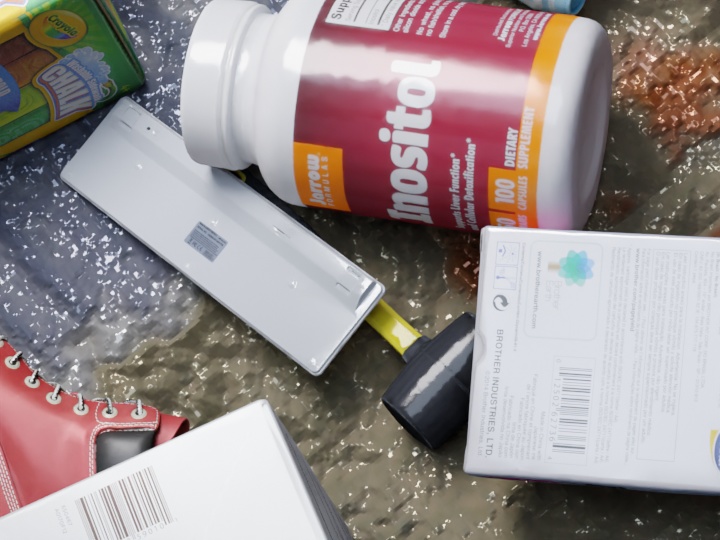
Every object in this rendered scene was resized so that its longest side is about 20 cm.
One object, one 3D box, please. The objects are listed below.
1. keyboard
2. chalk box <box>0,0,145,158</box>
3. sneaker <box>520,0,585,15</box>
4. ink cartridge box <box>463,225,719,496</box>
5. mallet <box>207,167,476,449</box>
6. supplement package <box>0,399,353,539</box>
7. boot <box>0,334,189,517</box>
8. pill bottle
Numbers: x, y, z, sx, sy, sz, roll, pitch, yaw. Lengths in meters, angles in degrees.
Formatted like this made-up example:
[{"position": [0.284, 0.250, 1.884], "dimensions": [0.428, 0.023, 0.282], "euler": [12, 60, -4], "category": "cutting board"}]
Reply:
[{"position": [-0.073, -0.020, 1.293], "dimensions": [0.200, 0.011, 0.056], "euler": [36, 91, 31], "category": "keyboard"}, {"position": [-0.195, -0.143, 1.319], "dimensions": [0.200, 0.124, 0.124], "euler": [-27, 66, 1], "category": "chalk box"}, {"position": [0.081, -0.170, 1.305], "dimensions": [0.200, 0.074, 0.082], "euler": [-10, 65, 8], "category": "sneaker"}, {"position": [0.152, 0.044, 1.180], "dimensions": [0.200, 0.042, 0.120], "euler": [3, 82, 20], "category": "ink cartridge box"}, {"position": [0.000, 0.000, 1.277], "dimensions": [0.066, 0.041, 0.200], "euler": [-38, 63, -3], "category": "mallet"}, {"position": [-0.063, 0.180, 1.128], "dimensions": [0.152, 0.200, 0.151], "euler": [-24, 66, 1], "category": "supplement package"}, {"position": [-0.163, 0.055, 1.269], "dimensions": [0.144, 0.072, 0.200], "euler": [-15, 75, 4], "category": "boot"}, {"position": [0.018, -0.081, 1.261], "dimensions": [0.200, 0.113, 0.113], "euler": [8, 71, 14], "category": "pill bottle"}]
